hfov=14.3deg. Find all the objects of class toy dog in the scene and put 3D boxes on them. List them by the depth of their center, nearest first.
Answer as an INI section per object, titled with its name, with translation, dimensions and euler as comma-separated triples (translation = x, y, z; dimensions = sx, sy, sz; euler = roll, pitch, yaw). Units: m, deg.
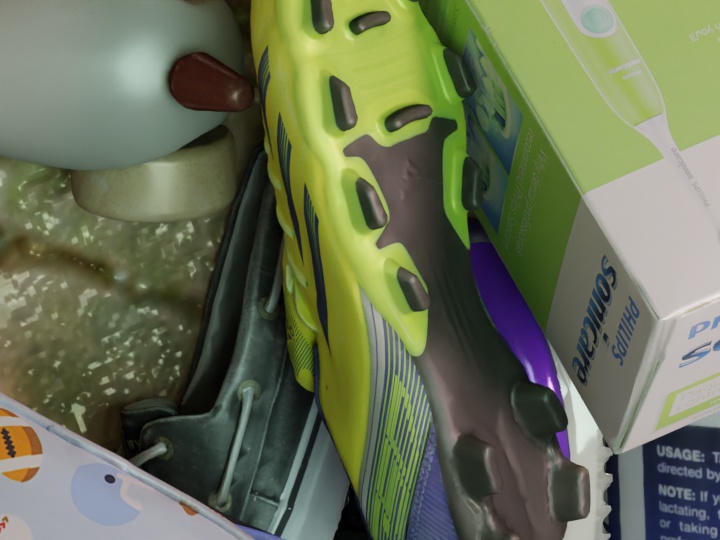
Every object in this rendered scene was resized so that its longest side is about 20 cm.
[toy dog]
translation = -0.108, -0.050, 0.796
dimensions = 0.199, 0.096, 0.132
euler = -25, 110, -14

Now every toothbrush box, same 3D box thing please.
[toothbrush box]
translation = 0.092, -0.073, 0.815
dimensions = 0.145, 0.200, 0.086
euler = -23, 154, -16

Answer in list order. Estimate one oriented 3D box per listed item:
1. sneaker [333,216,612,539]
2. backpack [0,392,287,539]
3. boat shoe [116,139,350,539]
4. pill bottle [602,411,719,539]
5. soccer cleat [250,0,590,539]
[sneaker]
translation = 0.021, 0.087, 0.892
dimensions = 0.099, 0.070, 0.201
euler = -10, 105, -19
[backpack]
translation = -0.110, 0.128, 0.742
dimensions = 0.199, 0.154, 0.191
euler = 27, 68, 1
[boat shoe]
translation = -0.042, 0.055, 0.870
dimensions = 0.071, 0.072, 0.201
euler = 22, 83, -17
[pill bottle]
translation = 0.129, 0.067, 0.906
dimensions = 0.115, 0.116, 0.201
euler = -9, 106, -19
[soccer cleat]
translation = 0.000, 0.001, 0.798
dimensions = 0.065, 0.084, 0.201
euler = -35, 114, -42
